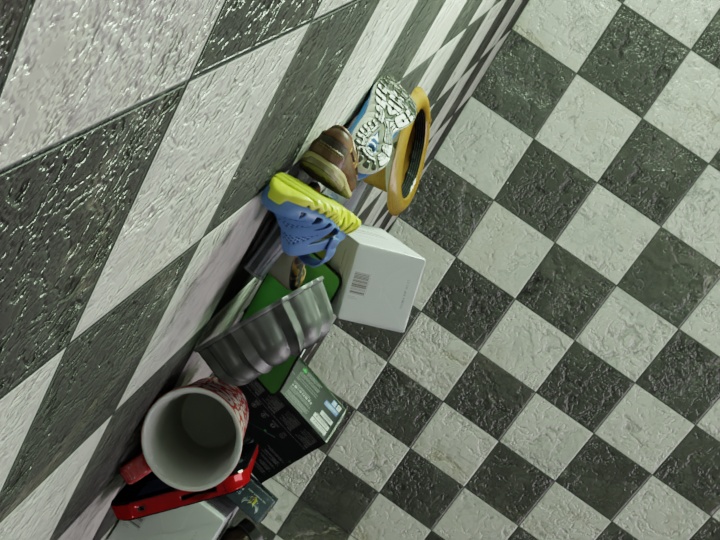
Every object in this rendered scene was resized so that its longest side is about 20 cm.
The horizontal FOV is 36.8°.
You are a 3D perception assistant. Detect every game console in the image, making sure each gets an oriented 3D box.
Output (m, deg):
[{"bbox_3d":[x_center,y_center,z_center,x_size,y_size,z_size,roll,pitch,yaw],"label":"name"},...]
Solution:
[{"bbox_3d":[-0.246,0.293,1.537,0.196,0.032,0.177,-15,-171,2],"label":"game console"}]

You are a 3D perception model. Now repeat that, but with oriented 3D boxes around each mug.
[{"bbox_3d":[-0.237,0.214,1.491,0.200,0.174,0.136,-72,159,-87],"label":"mug"}]

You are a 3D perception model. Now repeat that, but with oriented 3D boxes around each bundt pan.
[{"bbox_3d":[-0.119,0.088,1.443,0.200,0.077,0.202,-30,-179,0],"label":"bundt pan"}]

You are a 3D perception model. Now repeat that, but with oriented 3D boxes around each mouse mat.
[{"bbox_3d":[-0.112,0.063,1.573,0.007,0.161,0.202,25,101,-42],"label":"mouse mat"}]

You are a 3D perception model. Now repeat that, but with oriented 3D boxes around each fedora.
[{"bbox_3d":[0.050,-0.191,1.694,0.200,0.080,0.205,13,90,-74],"label":"fedora"}]

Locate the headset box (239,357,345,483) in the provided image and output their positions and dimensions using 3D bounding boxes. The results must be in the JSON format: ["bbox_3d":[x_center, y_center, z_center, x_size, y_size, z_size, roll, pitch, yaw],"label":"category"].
[{"bbox_3d":[-0.156,0.241,1.830,0.199,0.174,0.093,-38,-172,37],"label":"headset box"}]

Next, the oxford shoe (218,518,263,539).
[{"bbox_3d":[-0.232,0.493,1.886,0.084,0.073,0.201,-36,165,-29],"label":"oxford shoe"}]

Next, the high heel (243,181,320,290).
[{"bbox_3d":[-0.078,-0.048,1.454,0.143,0.071,0.200,-53,170,5],"label":"high heel"}]

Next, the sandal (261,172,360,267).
[{"bbox_3d":[-0.065,-0.053,1.288,0.088,0.079,0.200,-54,155,4],"label":"sandal"}]

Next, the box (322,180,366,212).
[{"bbox_3d":[-0.046,-0.092,1.784,0.156,0.041,0.201,-53,176,-41],"label":"box"}]

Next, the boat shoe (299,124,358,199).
[{"bbox_3d":[-0.028,-0.137,1.351,0.068,0.071,0.200,-58,178,0],"label":"boat shoe"}]

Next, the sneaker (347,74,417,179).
[{"bbox_3d":[0.012,-0.196,1.512,0.089,0.079,0.201,-30,-158,45],"label":"sneaker"}]

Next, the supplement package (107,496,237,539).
[{"bbox_3d":[-0.313,0.429,1.850,0.153,0.149,0.200,-57,176,0],"label":"supplement package"}]

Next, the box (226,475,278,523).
[{"bbox_3d":[-0.229,0.345,1.843,0.051,0.199,0.158,-49,176,-8],"label":"box"}]

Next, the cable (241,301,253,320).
[{"bbox_3d":[-0.135,0.051,1.737,0.164,0.050,0.200,-56,170,-5],"label":"cable"}]

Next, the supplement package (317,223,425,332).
[{"bbox_3d":[0.000,0.000,1.600,0.200,0.108,0.116,-141,-114,-67],"label":"supplement package"}]
